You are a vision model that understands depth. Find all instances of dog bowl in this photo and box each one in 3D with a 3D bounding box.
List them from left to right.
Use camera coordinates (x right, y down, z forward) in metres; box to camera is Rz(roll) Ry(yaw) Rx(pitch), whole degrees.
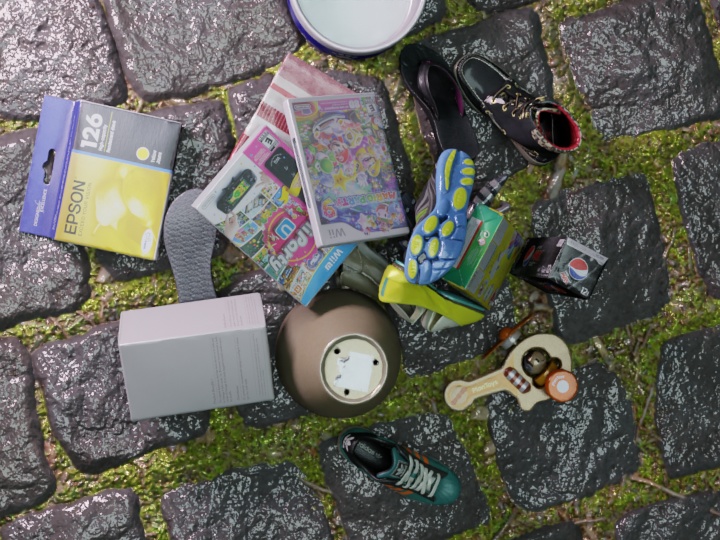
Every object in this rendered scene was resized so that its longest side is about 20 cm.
[{"bbox_3d":[-0.007,-0.404,1.603,0.197,0.079,0.203,0,92,-8],"label":"dog bowl"}]

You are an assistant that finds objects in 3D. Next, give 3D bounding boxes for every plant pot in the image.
[{"bbox_3d":[-0.020,0.124,1.555,0.185,0.200,0.190,0,92,-8],"label":"plant pot"}]

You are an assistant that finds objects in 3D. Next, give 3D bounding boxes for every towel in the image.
[{"bbox_3d":[-0.087,-0.177,1.559,0.143,0.023,0.202,30,88,-14],"label":"towel"}]

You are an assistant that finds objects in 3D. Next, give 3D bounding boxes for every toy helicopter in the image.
[{"bbox_3d":[0.211,0.146,1.649,0.198,0.079,0.134,-19,93,-3],"label":"toy helicopter"}]

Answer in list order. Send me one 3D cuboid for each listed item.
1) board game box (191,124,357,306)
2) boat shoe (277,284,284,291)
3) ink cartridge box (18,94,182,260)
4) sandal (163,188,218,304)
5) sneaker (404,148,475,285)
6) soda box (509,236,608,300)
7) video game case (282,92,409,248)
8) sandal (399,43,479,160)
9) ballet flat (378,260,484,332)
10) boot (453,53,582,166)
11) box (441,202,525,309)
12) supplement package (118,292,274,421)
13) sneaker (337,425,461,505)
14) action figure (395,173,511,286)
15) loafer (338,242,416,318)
[{"bbox_3d":[-0.104,-0.074,1.521,0.200,0.064,0.148,42,85,-16],"label":"board game box"},{"bbox_3d":[-0.129,-0.070,1.604,0.062,0.071,0.202,-27,99,-3],"label":"boat shoe"},{"bbox_3d":[-0.364,-0.131,1.582,0.197,0.047,0.200,11,91,-10],"label":"ink cartridge box"},{"bbox_3d":[-0.239,-0.017,1.605,0.075,0.043,0.203,-2,103,-8],"label":"sandal"},{"bbox_3d":[0.106,-0.065,1.518,0.070,0.083,0.202,19,65,-4],"label":"sneaker"},{"bbox_3d":[0.276,-0.005,1.588,0.070,0.200,0.064,26,89,-7],"label":"soda box"},{"bbox_3d":[-0.018,-0.137,1.512,0.142,0.018,0.203,-9,82,-32],"label":"video game case"},{"bbox_3d":[0.119,-0.247,1.611,0.075,0.048,0.202,-18,72,-20],"label":"sandal"},{"bbox_3d":[0.095,0.048,1.578,0.199,0.067,0.068,27,90,-43],"label":"ballet flat"},{"bbox_3d":[0.225,-0.236,1.599,0.073,0.154,0.204,-44,96,-4],"label":"boot"},{"bbox_3d":[0.177,-0.015,1.592,0.048,0.200,0.118,28,88,22],"label":"box"},{"bbox_3d":[-0.225,0.116,1.556,0.197,0.118,0.118,-7,113,-7],"label":"supplement package"},{"bbox_3d":[0.059,0.289,1.628,0.198,0.080,0.072,25,88,-8],"label":"sneaker"},{"bbox_3d":[0.115,-0.080,1.598,0.194,0.104,0.200,-53,122,-20],"label":"action figure"},{"bbox_3d":[0.000,0.000,1.619,0.200,0.075,0.070,45,86,0],"label":"loafer"}]
